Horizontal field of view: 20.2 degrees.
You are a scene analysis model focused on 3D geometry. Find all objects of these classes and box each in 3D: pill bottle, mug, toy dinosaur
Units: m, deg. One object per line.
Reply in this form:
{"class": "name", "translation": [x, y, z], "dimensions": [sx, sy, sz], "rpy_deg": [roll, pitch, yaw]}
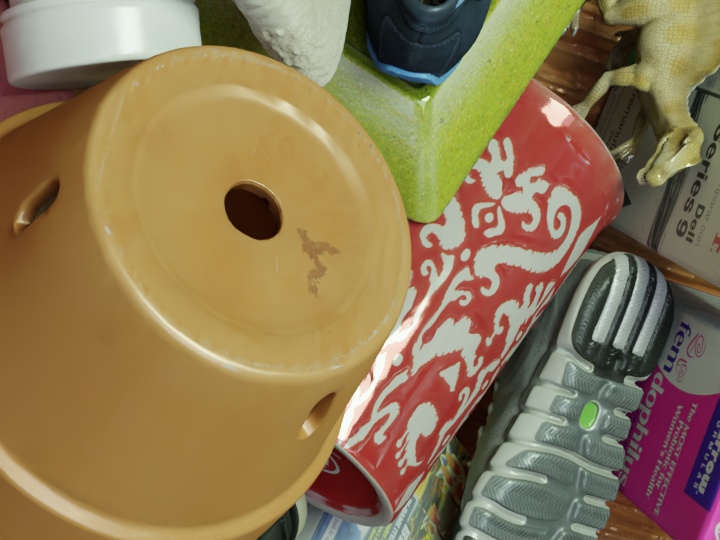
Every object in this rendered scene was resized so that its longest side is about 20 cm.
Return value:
{"class": "pill bottle", "translation": [-0.116, -0.180, 0.833], "dimensions": [0.110, 0.111, 0.202], "rpy_deg": [-7, 90, -16]}
{"class": "mug", "translation": [0.007, 0.008, 0.985], "dimensions": [0.201, 0.177, 0.134], "rpy_deg": [-56, 136, -22]}
{"class": "toy dinosaur", "translation": [0.150, -0.125, 1.009], "dimensions": [0.058, 0.101, 0.202], "rpy_deg": [20, 68, -37]}

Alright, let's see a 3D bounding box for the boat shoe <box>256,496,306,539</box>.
{"class": "boat shoe", "translation": [-0.126, 0.111, 0.970], "dimensions": [0.200, 0.063, 0.074], "rpy_deg": [8, 120, 26]}

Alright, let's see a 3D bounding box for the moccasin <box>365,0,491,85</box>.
{"class": "moccasin", "translation": [0.046, -0.180, 0.882], "dimensions": [0.080, 0.068, 0.202], "rpy_deg": [5, 70, -6]}

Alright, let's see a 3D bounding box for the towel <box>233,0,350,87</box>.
{"class": "towel", "translation": [-0.038, -0.192, 0.839], "dimensions": [0.133, 0.034, 0.201], "rpy_deg": [47, 43, -52]}

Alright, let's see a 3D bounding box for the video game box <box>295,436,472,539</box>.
{"class": "video game box", "translation": [0.018, 0.181, 1.030], "dimensions": [0.183, 0.047, 0.201], "rpy_deg": [54, 45, -29]}

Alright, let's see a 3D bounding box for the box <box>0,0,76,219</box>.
{"class": "box", "translation": [-0.210, -0.097, 0.909], "dimensions": [0.109, 0.128, 0.200], "rpy_deg": [-38, 112, -6]}

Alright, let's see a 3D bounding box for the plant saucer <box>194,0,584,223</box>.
{"class": "plant saucer", "translation": [0.005, -0.157, 0.931], "dimensions": [0.199, 0.048, 0.200], "rpy_deg": [33, 71, 3]}

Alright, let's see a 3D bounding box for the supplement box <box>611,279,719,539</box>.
{"class": "supplement box", "translation": [0.188, 0.078, 1.041], "dimensions": [0.103, 0.200, 0.102], "rpy_deg": [17, 98, -21]}

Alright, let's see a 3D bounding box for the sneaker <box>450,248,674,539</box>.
{"class": "sneaker", "translation": [0.087, 0.078, 1.054], "dimensions": [0.075, 0.115, 0.201], "rpy_deg": [26, 91, -26]}

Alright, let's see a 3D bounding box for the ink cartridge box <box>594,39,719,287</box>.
{"class": "ink cartridge box", "translation": [0.199, -0.067, 1.006], "dimensions": [0.084, 0.200, 0.147], "rpy_deg": [20, 97, -20]}

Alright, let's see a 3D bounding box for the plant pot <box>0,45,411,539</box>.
{"class": "plant pot", "translation": [-0.072, 0.004, 0.790], "dimensions": [0.199, 0.140, 0.201], "rpy_deg": [16, 57, -26]}
